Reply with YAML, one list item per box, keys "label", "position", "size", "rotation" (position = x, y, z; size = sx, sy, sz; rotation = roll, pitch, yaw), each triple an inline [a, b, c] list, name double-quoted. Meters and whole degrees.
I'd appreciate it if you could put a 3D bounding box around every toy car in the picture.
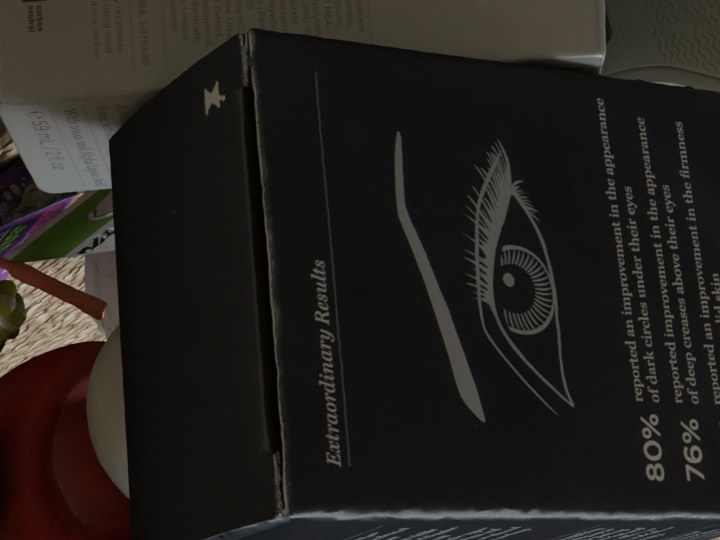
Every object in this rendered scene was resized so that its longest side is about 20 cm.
- label: "toy car"
  position: [-0.070, 0.085, 0.825]
  size: [0.184, 0.177, 0.200]
  rotation: [-7, 154, -46]

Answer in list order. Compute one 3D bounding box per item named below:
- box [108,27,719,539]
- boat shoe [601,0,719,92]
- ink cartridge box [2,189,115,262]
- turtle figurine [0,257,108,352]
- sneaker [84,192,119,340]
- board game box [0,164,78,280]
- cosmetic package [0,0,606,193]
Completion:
- label: "box"
  position: [0.030, 0.017, 0.653]
  size: [0.199, 0.149, 0.104]
  rotation: [5, 162, -30]
- label: "boat shoe"
  position: [0.117, -0.087, 0.771]
  size: [0.199, 0.072, 0.068]
  rotation: [-11, 167, 16]
- label: "ink cartridge box"
  position: [-0.064, -0.075, 0.900]
  size: [0.148, 0.076, 0.200]
  rotation: [-33, 168, 32]
- label: "turtle figurine"
  position: [-0.214, 0.036, 0.870]
  size: [0.199, 0.065, 0.161]
  rotation: [-1, 170, -14]
- label: "sneaker"
  position: [-0.096, 0.026, 1.034]
  size: [0.080, 0.201, 0.076]
  rotation: [-31, 144, 24]
- label: "board game box"
  position: [-0.226, 0.007, 1.022]
  size: [0.120, 0.032, 0.200]
  rotation: [-21, 171, -32]
- label: "cosmetic package"
  position: [-0.020, -0.080, 0.694]
  size: [0.199, 0.074, 0.102]
  rotation: [-4, 166, 0]
